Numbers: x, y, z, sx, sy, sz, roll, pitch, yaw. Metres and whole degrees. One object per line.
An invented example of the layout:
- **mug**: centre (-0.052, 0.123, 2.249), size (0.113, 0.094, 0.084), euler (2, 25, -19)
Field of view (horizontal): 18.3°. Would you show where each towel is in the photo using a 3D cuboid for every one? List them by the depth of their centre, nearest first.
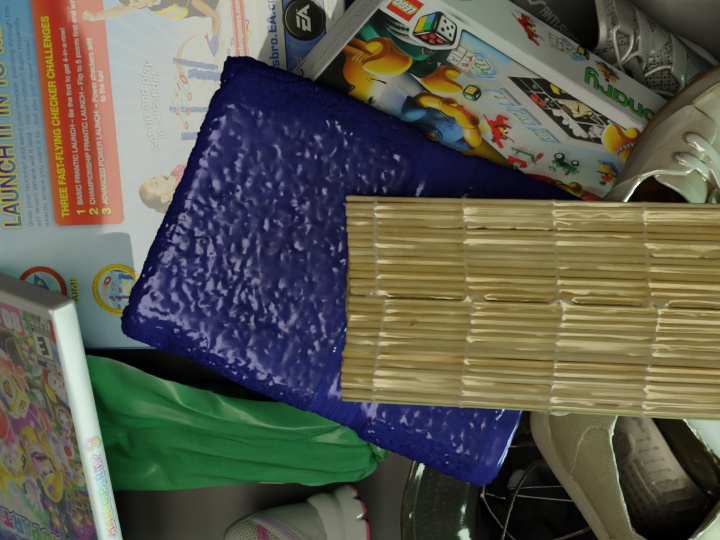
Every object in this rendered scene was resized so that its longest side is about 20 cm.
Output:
- **towel**: centre (0.000, 0.000, 1.067), size (0.200, 0.050, 0.148), euler (23, 90, -11)

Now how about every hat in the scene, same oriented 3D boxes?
- **hat**: centre (0.101, 0.122, 1.171), size (0.200, 0.081, 0.201), euler (-4, 104, -17)

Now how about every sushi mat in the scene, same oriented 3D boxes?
- **sushi mat**: centre (0.087, 0.016, 1.001), size (0.199, 0.012, 0.096), euler (2, 83, 16)

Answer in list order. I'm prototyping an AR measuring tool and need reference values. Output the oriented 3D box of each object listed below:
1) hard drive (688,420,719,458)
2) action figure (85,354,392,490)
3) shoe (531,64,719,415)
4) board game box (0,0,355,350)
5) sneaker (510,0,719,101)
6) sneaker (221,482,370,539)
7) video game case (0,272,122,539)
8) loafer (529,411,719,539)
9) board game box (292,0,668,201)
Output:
- **hard drive**: centre (0.235, 0.073, 1.139), size (0.132, 0.027, 0.200), euler (-43, 99, -18)
- **action figure**: centre (-0.063, 0.082, 1.188), size (0.199, 0.055, 0.118), euler (2, 139, 11)
- **shoe**: centre (0.138, -0.013, 1.029), size (0.070, 0.053, 0.200), euler (38, 93, -12)
- **board game box**: centre (-0.095, -0.061, 1.164), size (0.195, 0.056, 0.201), euler (-1, 107, 9)
- **sneaker**: centre (0.119, -0.099, 1.108), size (0.200, 0.082, 0.075), euler (41, 108, -5)
- **sneaker**: centre (-0.036, 0.216, 1.193), size (0.088, 0.081, 0.201), euler (-3, 74, -5)
- **video game case**: centre (-0.179, 0.094, 1.185), size (0.143, 0.018, 0.201), euler (16, 123, 46)
- **loafer**: centre (0.159, 0.130, 1.092), size (0.076, 0.068, 0.200), euler (-43, 100, -14)
- **board game box**: centre (0.069, -0.062, 1.086), size (0.200, 0.035, 0.126), euler (29, 133, -17)
